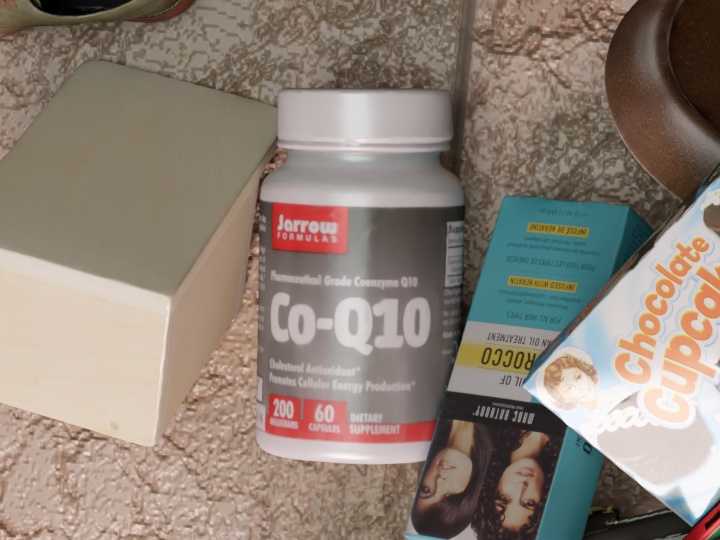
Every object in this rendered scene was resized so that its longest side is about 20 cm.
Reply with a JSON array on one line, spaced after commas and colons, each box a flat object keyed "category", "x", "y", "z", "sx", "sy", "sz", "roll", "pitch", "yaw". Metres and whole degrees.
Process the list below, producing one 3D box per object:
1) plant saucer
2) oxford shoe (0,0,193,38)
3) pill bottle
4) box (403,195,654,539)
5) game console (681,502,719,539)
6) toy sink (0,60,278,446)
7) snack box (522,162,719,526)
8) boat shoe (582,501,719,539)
[{"category": "plant saucer", "x": 0.228, "y": -0.100, "z": 1.357, "sx": 0.200, "sy": 0.032, "sz": 0.200, "roll": 3, "pitch": 51, "yaw": -4}, {"category": "oxford shoe", "x": -0.196, "y": -0.169, "z": 1.483, "sx": 0.200, "sy": 0.075, "sz": 0.070, "roll": -5, "pitch": 94, "yaw": 12}, {"category": "pill bottle", "x": 0.000, "y": 0.000, "z": 1.435, "sx": 0.114, "sy": 0.114, "sz": 0.200, "roll": 2, "pitch": 94, "yaw": 12}, {"category": "box", "x": 0.094, "y": 0.062, "z": 1.405, "sx": 0.082, "sy": 0.049, "sz": 0.200, "roll": 6, "pitch": 71, "yaw": 34}, {"category": "game console", "x": 0.246, "y": 0.172, "z": 1.358, "sx": 0.177, "sy": 0.031, "sz": 0.200, "roll": 17, "pitch": 142, "yaw": -14}, {"category": "toy sink", "x": -0.135, "y": -0.011, "z": 1.452, "sx": 0.130, "sy": 0.200, "sz": 0.112, "roll": 16, "pitch": 127, "yaw": 9}, {"category": "snack box", "x": 0.188, "y": 0.023, "z": 1.304, "sx": 0.116, "sy": 0.037, "sz": 0.200, "roll": 39, "pitch": 117, "yaw": -3}, {"category": "boat shoe", "x": 0.121, "y": 0.161, "z": 1.432, "sx": 0.201, "sy": 0.072, "sz": 0.061, "roll": -24, "pitch": 51, "yaw": 22}]
